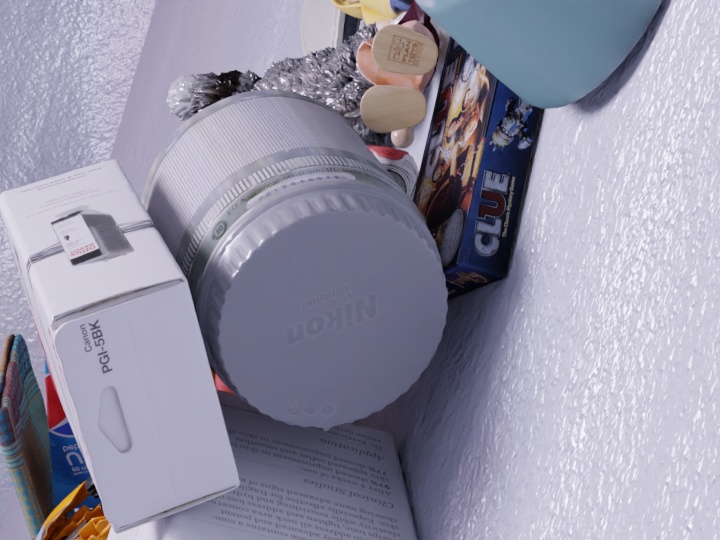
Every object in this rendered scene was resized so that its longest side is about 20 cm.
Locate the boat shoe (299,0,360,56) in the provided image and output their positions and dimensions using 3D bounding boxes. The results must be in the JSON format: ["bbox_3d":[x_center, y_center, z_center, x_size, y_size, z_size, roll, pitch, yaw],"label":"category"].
[{"bbox_3d":[-0.013,-0.248,1.869,0.075,0.062,0.201,-37,46,43],"label":"boat shoe"}]

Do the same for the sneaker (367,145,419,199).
[{"bbox_3d":[0.000,0.000,1.546,0.082,0.077,0.201,-105,24,-53],"label":"sneaker"}]

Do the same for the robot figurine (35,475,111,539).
[{"bbox_3d":[-0.145,0.182,1.505,0.200,0.145,0.058,-42,23,21],"label":"robot figurine"}]

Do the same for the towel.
[{"bbox_3d":[-0.244,0.165,1.683,0.147,0.022,0.201,-102,-1,-67],"label":"towel"}]

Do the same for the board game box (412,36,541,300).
[{"bbox_3d":[0.076,-0.085,1.393,0.135,0.034,0.201,151,133,-72],"label":"board game box"}]

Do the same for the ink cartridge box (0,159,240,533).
[{"bbox_3d":[-0.147,0.040,1.306,0.200,0.082,0.147,-128,22,-61],"label":"ink cartridge box"}]

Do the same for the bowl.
[{"bbox_3d":[0.094,-0.204,1.238,0.201,0.105,0.202,-45,34,44],"label":"bowl"}]

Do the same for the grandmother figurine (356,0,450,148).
[{"bbox_3d":[0.033,-0.149,1.505,0.200,0.060,0.122,-68,-2,-79],"label":"grandmother figurine"}]

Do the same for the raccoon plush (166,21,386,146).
[{"bbox_3d":[-0.055,-0.130,1.657,0.134,0.199,0.097,76,-172,-76],"label":"raccoon plush"}]

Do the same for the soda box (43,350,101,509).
[{"bbox_3d":[-0.202,0.078,1.626,0.068,0.064,0.201,-99,9,-59],"label":"soda box"}]

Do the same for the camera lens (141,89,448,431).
[{"bbox_3d":[-0.044,-0.012,1.361,0.161,0.159,0.200,-70,25,18],"label":"camera lens"}]

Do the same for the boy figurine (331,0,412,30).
[{"bbox_3d":[0.028,-0.235,1.699,0.200,0.064,0.125,-167,90,-73],"label":"boy figurine"}]

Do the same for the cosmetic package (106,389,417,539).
[{"bbox_3d":[-0.069,0.200,1.368,0.200,0.167,0.167,-101,30,-64],"label":"cosmetic package"}]

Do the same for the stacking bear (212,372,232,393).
[{"bbox_3d":[-0.076,0.073,1.515,0.200,0.121,0.114,1,96,57],"label":"stacking bear"}]
